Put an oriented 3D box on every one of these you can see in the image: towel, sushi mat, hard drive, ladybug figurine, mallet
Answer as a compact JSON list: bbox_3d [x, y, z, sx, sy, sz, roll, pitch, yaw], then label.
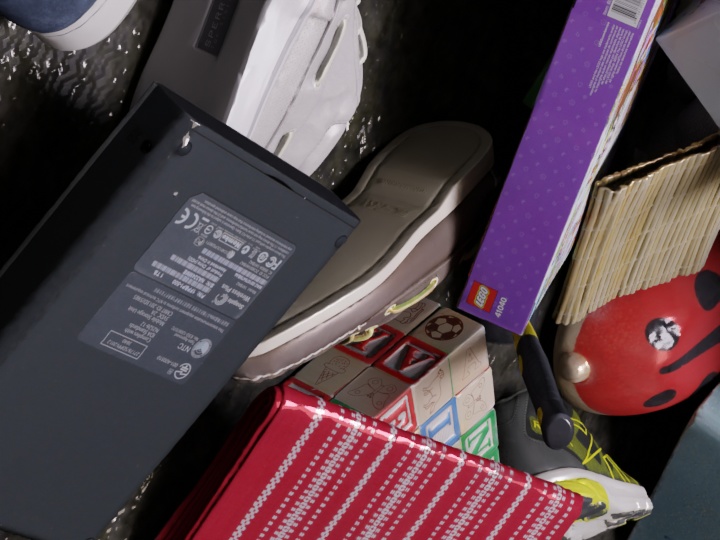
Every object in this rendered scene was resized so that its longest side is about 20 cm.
[{"bbox_3d":[-0.002,0.137,1.104,0.200,0.023,0.145,22,113,-32],"label":"towel"},{"bbox_3d":[0.156,-0.022,1.183,0.095,0.012,0.200,-23,161,-10],"label":"sushi mat"},{"bbox_3d":[-0.104,0.027,0.947,0.200,0.033,0.139,-50,145,7],"label":"hard drive"},{"bbox_3d":[0.192,0.022,1.342,0.200,0.072,0.136,-35,135,-36],"label":"ladybug figurine"},{"bbox_3d":[0.084,0.045,1.145,0.041,0.200,0.066,2,121,-6],"label":"mallet"}]

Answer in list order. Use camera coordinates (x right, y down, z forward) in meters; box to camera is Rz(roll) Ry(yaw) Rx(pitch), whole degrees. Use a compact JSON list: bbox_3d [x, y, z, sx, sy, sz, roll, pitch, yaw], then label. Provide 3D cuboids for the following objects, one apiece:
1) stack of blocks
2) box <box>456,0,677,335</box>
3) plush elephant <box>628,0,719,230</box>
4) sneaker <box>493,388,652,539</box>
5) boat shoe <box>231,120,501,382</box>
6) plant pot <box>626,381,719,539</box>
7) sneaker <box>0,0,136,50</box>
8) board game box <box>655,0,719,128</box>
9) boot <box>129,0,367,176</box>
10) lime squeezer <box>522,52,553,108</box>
[{"bbox_3d":[0.018,0.125,1.187,0.115,0.058,0.200,-39,137,-33],"label":"stack of blocks"},{"bbox_3d":[0.112,-0.083,1.103,0.137,0.039,0.201,-51,163,-61],"label":"box"},{"bbox_3d":[0.239,-0.095,1.237,0.165,0.200,0.155,43,71,-24],"label":"plush elephant"},{"bbox_3d":[0.118,0.112,1.298,0.074,0.085,0.200,-23,165,9],"label":"sneaker"},{"bbox_3d":[0.000,0.000,1.084,0.200,0.072,0.060,-43,136,-38],"label":"boat shoe"},{"bbox_3d":[0.319,0.136,1.414,0.196,0.200,0.197,-43,163,-29],"label":"plant pot"},{"bbox_3d":[-0.108,-0.192,0.822,0.146,0.077,0.203,23,92,-58],"label":"sneaker"},{"bbox_3d":[0.260,-0.118,1.104,0.200,0.064,0.148,-43,102,-30],"label":"board game box"},{"bbox_3d":[-0.029,-0.123,0.984,0.095,0.073,0.200,10,110,-60],"label":"boot"},{"bbox_3d":[0.152,-0.168,1.222,0.200,0.038,0.071,-43,171,-29],"label":"lime squeezer"}]
